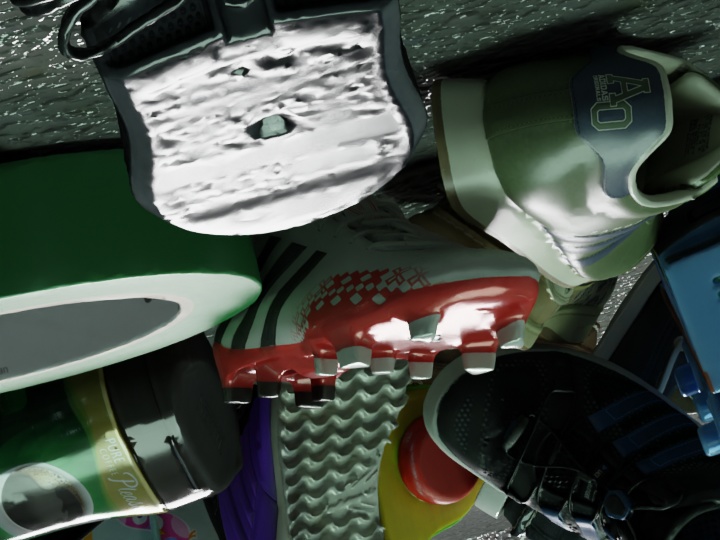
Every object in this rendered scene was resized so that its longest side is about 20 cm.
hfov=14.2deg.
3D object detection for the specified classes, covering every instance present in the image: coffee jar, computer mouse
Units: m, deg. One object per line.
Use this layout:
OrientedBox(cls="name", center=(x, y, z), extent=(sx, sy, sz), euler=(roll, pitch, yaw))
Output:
OrientedBox(cls="coffee jar", center=(-0.154, 0.069, 1.220), extent=(0.200, 0.085, 0.104), euler=(-15, 142, 6))
OrientedBox(cls="computer mouse", center=(-0.025, -0.070, 0.781), extent=(0.138, 0.053, 0.200), euler=(-14, 160, -7))

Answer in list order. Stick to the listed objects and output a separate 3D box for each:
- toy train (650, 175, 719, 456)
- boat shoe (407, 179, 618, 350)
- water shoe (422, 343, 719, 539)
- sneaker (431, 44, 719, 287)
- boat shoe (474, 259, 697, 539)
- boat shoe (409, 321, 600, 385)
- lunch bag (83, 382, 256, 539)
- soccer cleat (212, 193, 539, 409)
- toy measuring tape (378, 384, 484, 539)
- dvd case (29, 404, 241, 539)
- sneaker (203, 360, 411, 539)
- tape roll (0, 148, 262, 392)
OrientedBox(cls="toy train", center=(0.166, 0.013, 1.202), extent=(0.087, 0.114, 0.200), euler=(-20, -170, 5))
OrientedBox(cls="boat shoe", center=(0.066, -0.011, 1.206), extent=(0.063, 0.073, 0.200), euler=(-55, 166, 9))
OrientedBox(cls="water shoe", center=(0.122, 0.090, 1.230), extent=(0.200, 0.072, 0.079), euler=(24, -169, -1))
OrientedBox(cls="sneaker", center=(0.099, -0.038, 1.053), extent=(0.090, 0.067, 0.200), euler=(-12, 168, 20))
OrientedBox(cls="boat shoe", center=(0.131, 0.049, 1.330), extent=(0.200, 0.060, 0.076), euler=(-52, 171, -16))
OrientedBox(cls="boat shoe", center=(0.035, 0.039, 1.389), extent=(0.200, 0.072, 0.072), euler=(-8, 169, -28))
OrientedBox(cls="lunch bag", center=(-0.105, 0.165, 1.528), extent=(0.122, 0.200, 0.170), euler=(-5, 166, -40))
OrientedBox(cls="soccer cleat", center=(0.000, 0.000, 1.062), extent=(0.069, 0.085, 0.200), euler=(4, 169, -26))
OrientedBox(cls="toy measuring tape", center=(0.030, 0.124, 1.333), extent=(0.073, 0.200, 0.074), euler=(-10, -176, 1))
OrientedBox(cls="dvd case", center=(-0.158, 0.114, 1.326), extent=(0.143, 0.018, 0.200), euler=(-17, -163, 47))
OrientedBox(cls="sneaker", center=(-0.035, 0.078, 1.288), extent=(0.070, 0.200, 0.099), euler=(-10, -158, -35))
OrientedBox(cls="tape roll", center=(-0.137, 0.008, 1.045), extent=(0.200, 0.048, 0.200), euler=(-14, 170, -2))
